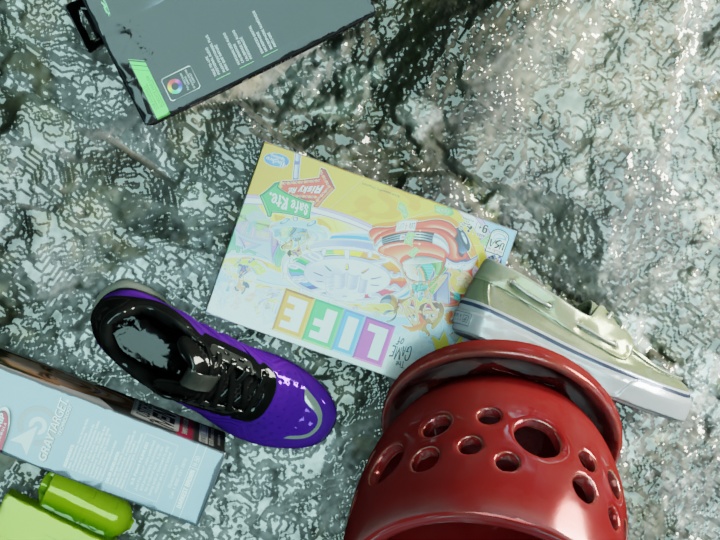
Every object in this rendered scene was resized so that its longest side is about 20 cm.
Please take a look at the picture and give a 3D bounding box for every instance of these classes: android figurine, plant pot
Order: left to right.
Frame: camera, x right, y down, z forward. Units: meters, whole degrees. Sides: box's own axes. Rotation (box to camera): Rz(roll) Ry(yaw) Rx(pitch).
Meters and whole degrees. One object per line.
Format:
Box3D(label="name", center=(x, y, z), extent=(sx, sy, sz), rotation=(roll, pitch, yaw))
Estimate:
Box3D(label="android figurine", center=(-0.231, 0.243, 1.751), extent=(0.199, 0.041, 0.183), rotation=(25, 92, -4))
Box3D(label="plant pot", center=(0.093, 0.166, 1.675), extent=(0.200, 0.183, 0.201), rotation=(6, 134, 6))

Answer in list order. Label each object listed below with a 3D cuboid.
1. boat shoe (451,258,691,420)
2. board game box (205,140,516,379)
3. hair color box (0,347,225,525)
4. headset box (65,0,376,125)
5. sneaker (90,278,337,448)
Box3D(label="boat shoe", center=(0.164, 0.053, 1.736), extent=(0.199, 0.072, 0.062), rotation=(24, 88, -20))
Box3D(label="board game box", center=(0.000, 0.000, 1.752), extent=(0.199, 0.034, 0.135), rotation=(19, 93, -5))
Box3D(label="hair color box", center=(-0.200, 0.116, 1.715), extent=(0.199, 0.099, 0.061), rotation=(21, 93, -5))
Box3D(label="headset box", center=(-0.115, -0.218, 1.701), extent=(0.199, 0.093, 0.175), rotation=(-25, 94, -1))
Box3D(label="sneaker", center=(-0.110, 0.079, 1.716), extent=(0.200, 0.100, 0.070), rotation=(27, 94, -5))
